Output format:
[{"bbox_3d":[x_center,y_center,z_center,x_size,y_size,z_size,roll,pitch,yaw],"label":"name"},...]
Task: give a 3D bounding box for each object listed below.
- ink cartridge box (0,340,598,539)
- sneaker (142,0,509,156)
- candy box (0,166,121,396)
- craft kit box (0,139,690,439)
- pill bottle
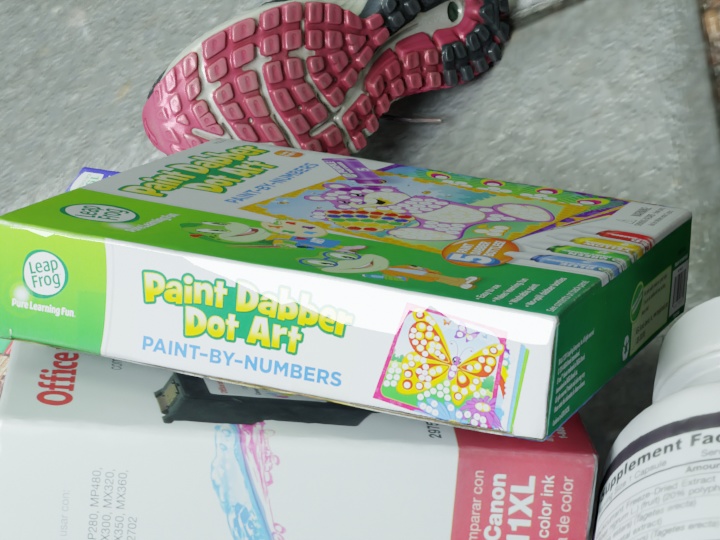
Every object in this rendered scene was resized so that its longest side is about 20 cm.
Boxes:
[{"bbox_3d":[-0.029,0.073,0.905,0.199,0.083,0.146,4,15,-5],"label":"ink cartridge box"},{"bbox_3d":[-0.020,-0.090,1.167,0.200,0.081,0.074,-25,18,-40],"label":"sneaker"},{"bbox_3d":[-0.082,0.049,1.094,0.199,0.077,0.169,10,57,42],"label":"candy box"},{"bbox_3d":[0.000,0.000,0.916,0.196,0.049,0.200,7,13,18],"label":"craft kit box"},{"bbox_3d":[0.128,0.107,0.837,0.111,0.112,0.201,-14,42,28],"label":"pill bottle"}]
